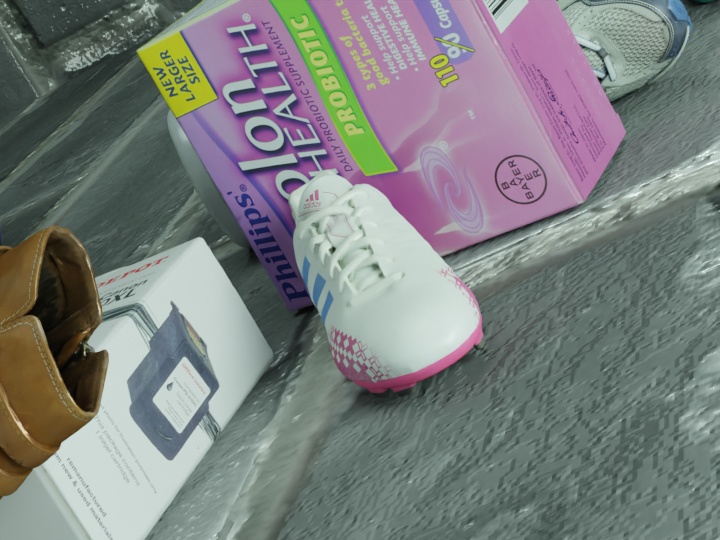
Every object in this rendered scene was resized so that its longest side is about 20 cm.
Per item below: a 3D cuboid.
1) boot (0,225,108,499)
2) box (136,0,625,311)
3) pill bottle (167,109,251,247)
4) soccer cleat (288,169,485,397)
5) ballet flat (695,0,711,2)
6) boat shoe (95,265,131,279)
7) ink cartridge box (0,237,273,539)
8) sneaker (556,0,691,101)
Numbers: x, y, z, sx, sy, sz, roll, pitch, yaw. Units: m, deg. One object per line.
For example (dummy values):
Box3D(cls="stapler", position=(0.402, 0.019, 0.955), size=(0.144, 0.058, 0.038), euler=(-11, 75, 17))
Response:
Box3D(cls="boot", position=(-0.164, 0.089, 0.710), size=(0.155, 0.077, 0.200), euler=(-23, 58, 24))
Box3D(cls="box", position=(0.012, -0.098, 0.955), size=(0.200, 0.176, 0.097), euler=(-20, 18, 32))
Box3D(cls="pill bottle", position=(-0.019, -0.108, 1.167), size=(0.200, 0.111, 0.111), euler=(-28, 15, 7))
Box3D(cls="soccer cleat", position=(0.000, 0.000, 0.836), size=(0.070, 0.086, 0.200), euler=(-31, 15, -5))
Box3D(cls="ballet flat", position=(0.244, -0.249, 1.200), size=(0.068, 0.072, 0.200), euler=(-21, 18, 31))
Box3D(cls="boat shoe", position=(-0.211, 0.052, 1.067), size=(0.200, 0.071, 0.069), euler=(-30, -3, 0))
Box3D(cls="ink cartridge box", position=(-0.151, 0.080, 0.864), size=(0.145, 0.084, 0.200), euler=(-21, 18, 29))
Box3D(cls="sneaker", position=(0.110, -0.106, 1.028), size=(0.200, 0.077, 0.085), euler=(-25, 24, 45))
